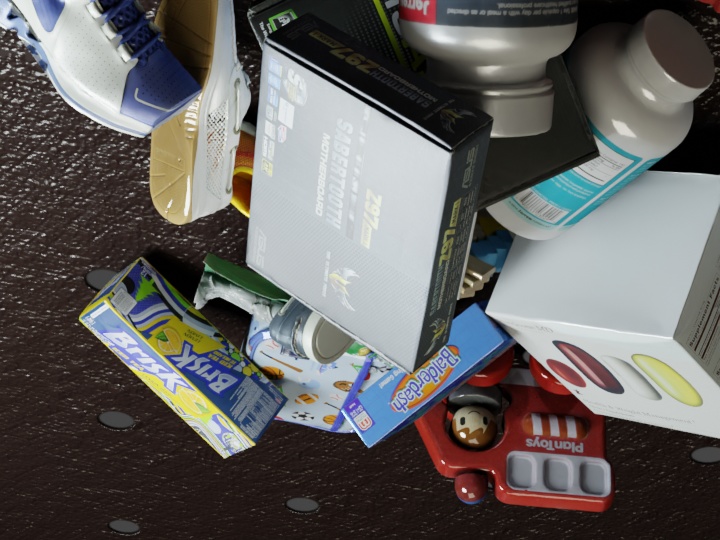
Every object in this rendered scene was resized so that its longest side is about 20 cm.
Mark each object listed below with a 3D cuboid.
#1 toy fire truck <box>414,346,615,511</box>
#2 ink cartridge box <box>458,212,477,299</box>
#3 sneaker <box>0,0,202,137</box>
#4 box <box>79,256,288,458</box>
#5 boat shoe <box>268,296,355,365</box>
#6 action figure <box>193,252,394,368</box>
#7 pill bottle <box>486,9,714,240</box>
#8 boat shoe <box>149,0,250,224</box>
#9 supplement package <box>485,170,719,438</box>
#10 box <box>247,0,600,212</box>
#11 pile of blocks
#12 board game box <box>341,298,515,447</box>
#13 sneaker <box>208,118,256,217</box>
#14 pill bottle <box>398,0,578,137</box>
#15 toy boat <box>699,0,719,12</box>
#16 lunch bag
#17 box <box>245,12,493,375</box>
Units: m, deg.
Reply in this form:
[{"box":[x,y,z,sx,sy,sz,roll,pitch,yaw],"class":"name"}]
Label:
[{"box":[0.150,0.151,1.529,0.197,0.169,0.113,5,146,-1],"class":"toy fire truck"},{"box":[0.020,-0.090,1.185,0.143,0.084,0.202,8,109,-6],"class":"ink cartridge box"},{"box":[-0.192,-0.196,1.107,0.199,0.081,0.115,41,130,1],"class":"sneaker"},{"box":[-0.169,0.084,1.485,0.200,0.064,0.070,46,145,-12],"class":"box"},{"box":[0.000,0.000,1.327,0.061,0.200,0.075,19,147,35],"class":"boat shoe"},{"box":[-0.051,0.045,1.405,0.198,0.055,0.118,18,173,0],"class":"action figure"},{"box":[0.178,-0.115,1.194,0.110,0.112,0.200,22,141,-25],"class":"pill bottle"},{"box":[-0.118,-0.137,1.200,0.069,0.071,0.202,-15,125,-43],"class":"boat shoe"},{"box":[0.250,0.030,1.310,0.190,0.148,0.200,7,155,44],"class":"supplement package"},{"box":[0.045,-0.135,1.100,0.191,0.048,0.202,-22,105,6],"class":"box"},{"box":[0.079,0.005,1.315,0.082,0.199,0.063,28,124,28],"class":"pile of blocks"},{"box":[0.076,0.085,1.398,0.152,0.045,0.200,-39,173,13],"class":"board game box"},{"box":[-0.059,-0.059,1.327,0.199,0.078,0.073,19,143,-34],"class":"sneaker"},{"box":[0.083,-0.192,1.001,0.118,0.120,0.202,2,104,4],"class":"pill bottle"},{"box":[0.272,-0.225,1.007,0.129,0.132,0.201,2,146,2],"class":"toy boat"},{"box":[-0.038,0.091,1.537,0.158,0.076,0.200,14,150,-7],"class":"lunch bag"},{"box":[0.000,-0.049,1.038,0.157,0.051,0.201,33,138,23],"class":"box"}]
